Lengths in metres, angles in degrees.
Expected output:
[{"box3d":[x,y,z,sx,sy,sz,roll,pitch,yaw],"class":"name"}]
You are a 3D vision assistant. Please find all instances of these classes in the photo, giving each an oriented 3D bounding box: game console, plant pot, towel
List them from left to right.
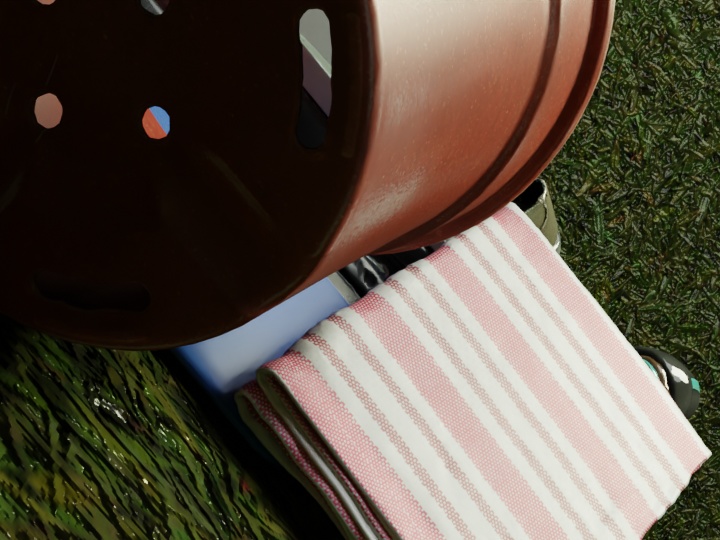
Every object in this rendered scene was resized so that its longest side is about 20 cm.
[{"box3d":[-0.083,-0.008,0.617,0.201,0.118,0.170,51,-27,-4],"class":"game console"},{"box3d":[-0.037,-0.077,0.432,0.201,0.200,0.195,50,25,-1],"class":"plant pot"},{"box3d":[0.053,0.063,0.580,0.147,0.030,0.199,54,42,4],"class":"towel"}]

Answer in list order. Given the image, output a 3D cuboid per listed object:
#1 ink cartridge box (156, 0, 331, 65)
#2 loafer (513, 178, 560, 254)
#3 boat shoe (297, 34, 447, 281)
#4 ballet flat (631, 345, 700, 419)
[{"box3d":[-0.052,-0.122,0.798,0.146,0.083,0.200,64,-24,-4],"class":"ink cartridge box"},{"box3d":[0.039,-0.027,0.958,0.070,0.198,0.076,93,-21,-44],"class":"loafer"},{"box3d":[0.010,-0.015,0.673,0.201,0.060,0.076,52,9,1],"class":"boat shoe"},{"box3d":[0.111,0.086,0.858,0.068,0.198,0.069,4,80,-49],"class":"ballet flat"}]
